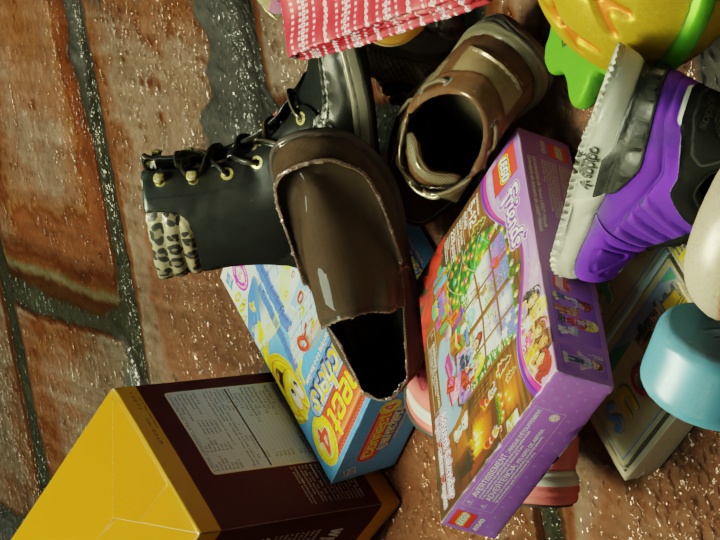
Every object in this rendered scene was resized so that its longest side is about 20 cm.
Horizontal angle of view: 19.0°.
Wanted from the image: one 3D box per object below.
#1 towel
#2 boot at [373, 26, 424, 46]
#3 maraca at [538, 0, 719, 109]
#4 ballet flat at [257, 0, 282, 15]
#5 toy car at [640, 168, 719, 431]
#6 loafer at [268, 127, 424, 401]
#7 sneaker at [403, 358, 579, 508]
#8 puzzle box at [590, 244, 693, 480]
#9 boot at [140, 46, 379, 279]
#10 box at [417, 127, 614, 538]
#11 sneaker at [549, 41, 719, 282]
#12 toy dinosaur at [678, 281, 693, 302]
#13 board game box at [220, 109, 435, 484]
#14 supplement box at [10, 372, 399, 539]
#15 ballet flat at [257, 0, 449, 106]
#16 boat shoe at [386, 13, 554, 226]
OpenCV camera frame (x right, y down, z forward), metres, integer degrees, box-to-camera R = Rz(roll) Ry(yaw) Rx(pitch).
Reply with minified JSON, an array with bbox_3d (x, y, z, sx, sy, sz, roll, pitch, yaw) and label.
[{"bbox_3d":[-0.001,-0.196,1.149,0.200,0.022,0.145,-9,95,58],"label":"towel"},{"bbox_3d":[0.048,-0.199,1.139,0.144,0.071,0.202,-137,49,-57],"label":"boot"},{"bbox_3d":[0.134,-0.158,1.098,0.200,0.107,0.137,145,123,-67],"label":"maraca"},{"bbox_3d":[-0.039,-0.266,1.378,0.071,0.069,0.201,-9,75,62],"label":"ballet flat"},{"bbox_3d":[0.256,-0.001,0.939,0.200,0.177,0.185,29,119,19],"label":"toy car"},{"bbox_3d":[0.000,0.000,1.323,0.071,0.073,0.200,-89,-22,-53],"label":"loafer"},{"bbox_3d":[0.090,0.076,1.343,0.200,0.074,0.087,-139,57,-62],"label":"sneaker"},{"bbox_3d":[0.164,0.016,1.217,0.133,0.025,0.200,61,150,24],"label":"puzzle box"},{"bbox_3d":[-0.065,-0.078,1.352,0.074,0.153,0.204,-94,-2,-55],"label":"boot"},{"bbox_3d":[0.084,0.034,1.237,0.137,0.039,0.200,-57,25,37],"label":"box"},{"bbox_3d":[0.157,-0.036,1.100,0.200,0.099,0.070,90,-162,-68],"label":"sneaker"},{"bbox_3d":[0.243,0.073,1.085,0.200,0.058,0.101,25,110,47],"label":"toy dinosaur"},{"bbox_3d":[-0.017,0.016,1.527,0.196,0.056,0.200,60,149,28],"label":"board game box"},{"bbox_3d":[-0.119,0.191,1.590,0.133,0.200,0.197,56,127,28],"label":"supplement box"},{"bbox_3d":[-0.011,-0.155,1.424,0.200,0.067,0.046,33,125,45],"label":"ballet flat"},{"bbox_3d":[0.049,-0.080,1.309,0.076,0.072,0.200,38,149,6],"label":"boat shoe"}]
